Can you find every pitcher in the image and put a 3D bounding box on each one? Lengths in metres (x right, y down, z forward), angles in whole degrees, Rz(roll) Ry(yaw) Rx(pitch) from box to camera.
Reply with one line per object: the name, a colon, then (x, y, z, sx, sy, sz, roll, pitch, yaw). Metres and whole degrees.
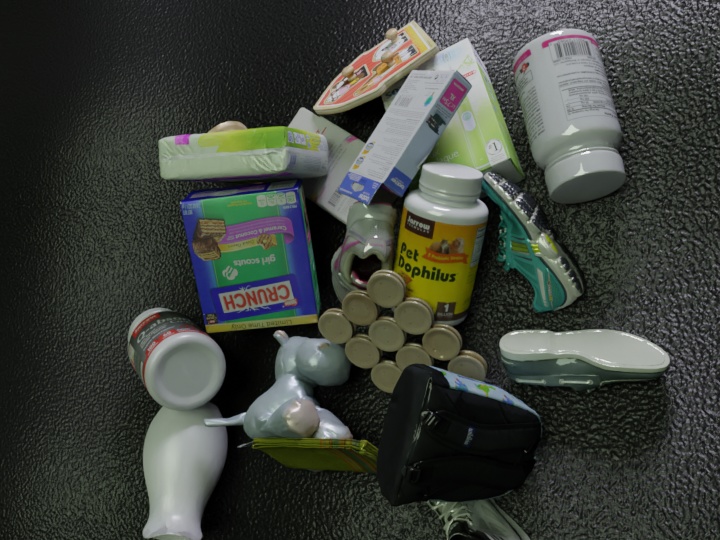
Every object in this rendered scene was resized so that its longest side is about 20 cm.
pitcher: (-0.268, 0.306, 1.098, 0.121, 0.172, 0.200, 11, 61, -15)

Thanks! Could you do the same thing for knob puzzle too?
knob puzzle: (0.009, -0.301, 1.097, 0.219, 0.030, 0.220, -28, 30, 18)

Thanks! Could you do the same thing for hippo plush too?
hippo plush: (-0.075, 0.179, 1.035, 0.200, 0.159, 0.161, -10, 48, 40)

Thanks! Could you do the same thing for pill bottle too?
pill bottle: (0.271, -0.196, 0.952, 0.113, 0.113, 0.200, -15, 70, 23)
pill bottle: (-0.285, 0.125, 1.111, 0.200, 0.116, 0.116, 22, 87, 60)
pill bottle: (0.102, -0.034, 0.956, 0.109, 0.109, 0.200, 21, 115, 29)

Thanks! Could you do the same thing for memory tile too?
memory tile: (0.054, 0.099, 0.961, 0.200, 0.017, 0.153, 45, 126, -7)

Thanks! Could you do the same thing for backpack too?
backpack: (0.123, 0.196, 0.876, 0.154, 0.200, 0.163, -153, 76, -70)

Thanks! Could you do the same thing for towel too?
towel: (-0.046, 0.239, 0.938, 0.200, 0.086, 0.018, -9, 47, 40)

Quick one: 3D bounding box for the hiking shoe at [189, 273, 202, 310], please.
hiking shoe: (-0.193, -0.025, 1.164, 0.200, 0.076, 0.101, -39, 61, 9)

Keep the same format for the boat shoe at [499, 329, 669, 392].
boat shoe: (0.274, 0.116, 0.912, 0.200, 0.073, 0.062, 2, 121, 20)

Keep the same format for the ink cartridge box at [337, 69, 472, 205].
ink cartridge box: (0.054, -0.171, 0.967, 0.200, 0.042, 0.119, -56, 27, -1)

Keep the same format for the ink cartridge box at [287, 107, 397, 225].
ink cartridge box: (-0.039, -0.152, 1.123, 0.200, 0.067, 0.117, 37, 95, 28)

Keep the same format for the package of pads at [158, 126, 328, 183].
package of pads: (-0.160, -0.161, 1.052, 0.200, 0.154, 0.068, 0, 95, 20)

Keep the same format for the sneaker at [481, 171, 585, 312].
sneaker: (0.207, -0.037, 0.949, 0.080, 0.077, 0.200, -34, 83, 28)

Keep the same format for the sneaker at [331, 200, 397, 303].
sneaker: (0.000, 0.000, 0.998, 0.081, 0.200, 0.088, 6, 52, -2)

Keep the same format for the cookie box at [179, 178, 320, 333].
cookie box: (-0.153, -0.020, 1.064, 0.171, 0.075, 0.200, -6, 109, 5)

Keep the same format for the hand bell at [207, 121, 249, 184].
hand bell: (-0.163, -0.140, 1.164, 0.104, 0.104, 0.200, -50, 62, 7)

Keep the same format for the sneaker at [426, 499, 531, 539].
sneaker: (0.121, 0.291, 0.900, 0.200, 0.115, 0.076, 41, 97, 29)

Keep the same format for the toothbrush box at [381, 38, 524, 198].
toothbrush box: (0.127, -0.199, 1.043, 0.145, 0.086, 0.200, -22, 67, 20)
